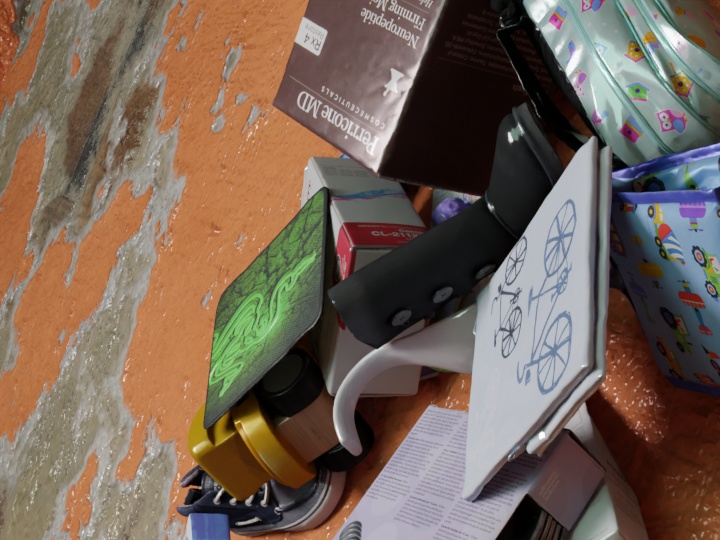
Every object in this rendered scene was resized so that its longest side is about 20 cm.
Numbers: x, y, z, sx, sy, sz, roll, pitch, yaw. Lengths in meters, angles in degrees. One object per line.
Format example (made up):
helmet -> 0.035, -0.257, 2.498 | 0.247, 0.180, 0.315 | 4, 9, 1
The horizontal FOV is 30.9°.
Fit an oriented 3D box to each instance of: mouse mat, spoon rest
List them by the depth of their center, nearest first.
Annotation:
spoon rest -> 0.063, 0.070, 1.041 | 0.200, 0.099, 0.061 | -31, 61, 2
mouse mat -> -0.085, 0.034, 1.163 | 0.200, 0.008, 0.161 | -46, 31, 38

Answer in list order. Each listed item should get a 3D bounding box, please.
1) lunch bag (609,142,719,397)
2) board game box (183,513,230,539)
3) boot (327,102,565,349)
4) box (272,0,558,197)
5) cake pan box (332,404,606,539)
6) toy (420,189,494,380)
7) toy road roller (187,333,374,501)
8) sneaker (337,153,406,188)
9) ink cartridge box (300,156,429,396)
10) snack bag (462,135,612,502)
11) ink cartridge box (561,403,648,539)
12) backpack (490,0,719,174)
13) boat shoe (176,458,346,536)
lunch bag -> 0.219, 0.005, 0.832 | 0.094, 0.151, 0.200 | -32, 11, -24
board game box -> -0.151, 0.373, 1.244 | 0.199, 0.043, 0.200 | -102, 21, -46
boot -> 0.062, -0.025, 0.963 | 0.199, 0.165, 0.066 | -27, 58, 7
box -> 0.061, -0.189, 1.094 | 0.166, 0.164, 0.201 | 37, 112, 43
cake pan box -> 0.060, 0.187, 0.925 | 0.184, 0.052, 0.200 | -55, 22, -18
toy -> 0.078, -0.009, 1.164 | 0.115, 0.047, 0.201 | -25, 53, 49
toy road roller -> -0.091, 0.123, 1.235 | 0.146, 0.123, 0.200 | -34, 34, 5
sneaker -> 0.018, -0.114, 1.301 | 0.200, 0.074, 0.082 | -57, 31, 19
ink cartridge box -> 0.000, 0.000, 1.185 | 0.200, 0.082, 0.146 | -114, 28, -60
snack bag -> 0.115, 0.041, 0.863 | 0.200, 0.021, 0.189 | 119, 163, -50
ink cartridge box -> 0.123, 0.180, 0.956 | 0.160, 0.047, 0.200 | -38, 20, 19
backpack -> 0.204, -0.148, 0.945 | 0.127, 0.166, 0.200 | -49, 44, 32
boat shoe -> -0.103, 0.217, 1.279 | 0.200, 0.092, 0.075 | -32, 47, 47
